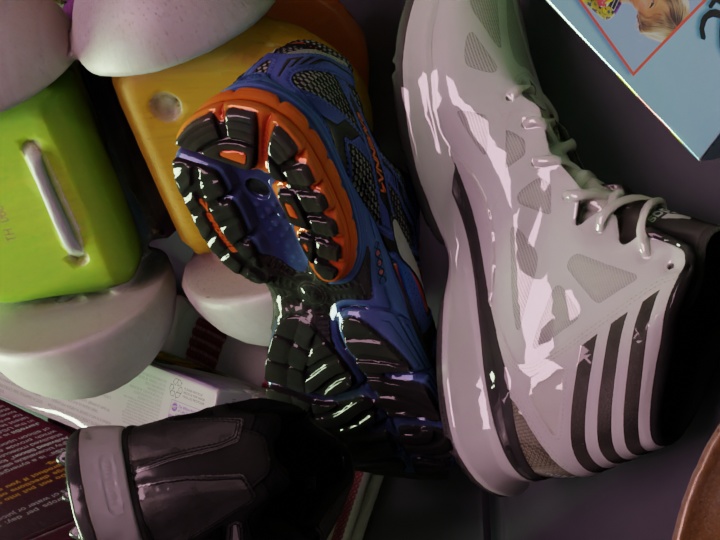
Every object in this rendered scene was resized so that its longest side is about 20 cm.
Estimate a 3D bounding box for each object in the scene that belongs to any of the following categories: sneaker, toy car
[{"bbox_3d":[-0.041,0.090,0.990,0.090,0.200,0.067,-15,73,7],"label":"sneaker"},{"bbox_3d":[0.000,0.000,0.986,0.075,0.079,0.200,5,133,27],"label":"sneaker"},{"bbox_3d":[0.082,-0.027,0.957,0.115,0.076,0.201,-14,79,33],"label":"sneaker"},{"bbox_3d":[-0.089,-0.059,1.073,0.199,0.175,0.150,-15,28,12],"label":"toy car"}]

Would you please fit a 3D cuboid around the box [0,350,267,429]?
[{"bbox_3d":[-0.112,0.047,1.144,0.200,0.039,0.042,16,96,45],"label":"box"}]

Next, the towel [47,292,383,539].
[{"bbox_3d":[-0.069,0.092,1.138,0.200,0.023,0.145,28,106,44],"label":"towel"}]

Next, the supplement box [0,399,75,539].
[{"bbox_3d":[-0.164,0.124,1.143,0.200,0.085,0.111,19,122,48],"label":"supplement box"}]

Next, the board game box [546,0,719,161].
[{"bbox_3d":[0.101,-0.143,0.877,0.200,0.103,0.105,50,123,23],"label":"board game box"}]

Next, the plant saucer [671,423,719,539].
[{"bbox_3d":[0.182,0.115,0.847,0.200,0.035,0.201,-6,82,48],"label":"plant saucer"}]

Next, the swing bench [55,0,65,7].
[{"bbox_3d":[-0.216,-0.096,1.182,0.200,0.199,0.130,44,118,40],"label":"swing bench"}]
